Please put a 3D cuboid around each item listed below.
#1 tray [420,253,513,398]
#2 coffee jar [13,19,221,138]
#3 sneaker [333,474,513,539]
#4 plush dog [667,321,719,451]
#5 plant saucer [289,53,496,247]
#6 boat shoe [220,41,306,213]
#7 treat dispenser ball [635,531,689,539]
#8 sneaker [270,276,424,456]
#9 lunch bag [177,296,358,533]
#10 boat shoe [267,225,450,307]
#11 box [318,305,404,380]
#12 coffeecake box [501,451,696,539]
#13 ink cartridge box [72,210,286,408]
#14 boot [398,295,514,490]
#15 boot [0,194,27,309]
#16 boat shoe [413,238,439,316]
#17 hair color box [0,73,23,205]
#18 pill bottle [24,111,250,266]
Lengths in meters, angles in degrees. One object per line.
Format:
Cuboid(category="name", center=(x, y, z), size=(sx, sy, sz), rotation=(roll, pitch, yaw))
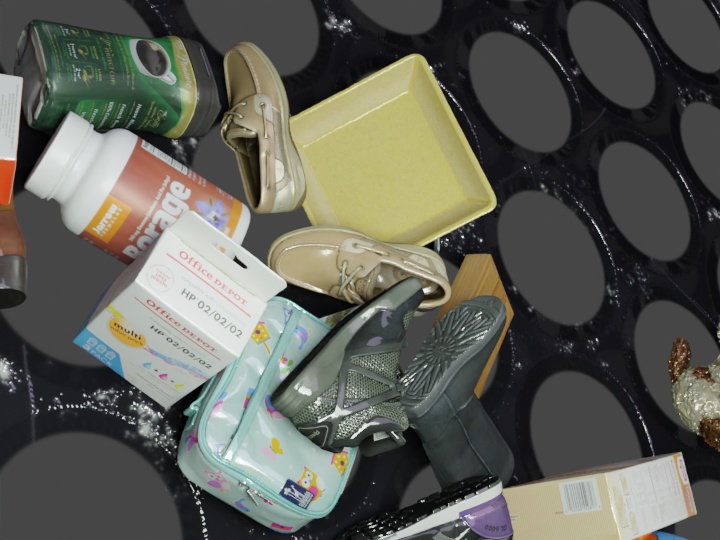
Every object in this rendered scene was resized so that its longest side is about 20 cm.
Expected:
Cuboid(category="tray", center=(0.119, 0.085, 1.255), size=(0.201, 0.037, 0.099), rotation=(-60, 137, -38))
Cuboid(category="coffee jar", center=(-0.244, -0.192, 1.123), size=(0.198, 0.085, 0.105), rotation=(-1, 58, -36))
Cuboid(category="sneaker", center=(0.063, 0.280, 1.091), size=(0.198, 0.076, 0.088), rotation=(-18, 93, -12))
Cuboid(category="plush dog", center=(0.494, 0.169, 1.472), size=(0.170, 0.162, 0.201), rotation=(-2, 40, -22))
Cuboid(category="plant saucer", center=(0.026, -0.113, 1.252), size=(0.199, 0.048, 0.201), rotation=(-27, 83, 2))
Cuboid(category="boat shoe", center=(-0.118, -0.160, 1.210), size=(0.064, 0.071, 0.202), rotation=(-10, 75, -39))
Cuboid(category="treat dispenser ball", center=(0.309, 0.380, 1.165), size=(0.199, 0.201, 0.203), rotation=(16, 59, -29))
Cuboid(category="sneaker", center=(0.014, 0.095, 1.025), size=(0.114, 0.076, 0.200), rotation=(48, 51, -7))
Cuboid(category="lunch bag", center=(-0.077, 0.134, 1.037), size=(0.160, 0.077, 0.201), rotation=(36, 51, -17))
Cuboid(category="boat shoe", center=(0.000, 0.000, 1.171), size=(0.198, 0.072, 0.065), rotation=(5, 25, -11))
Cuboid(category="box", center=(-0.042, 0.123, 1.146), size=(0.199, 0.038, 0.138), rotation=(-18, 79, -40))
Cuboid(category="coffeecake box", center=(0.248, 0.252, 1.182), size=(0.199, 0.153, 0.074), rotation=(3, 72, -52))
Cuboid(category="ink cartridge box", center=(-0.166, 0.040, 0.989), size=(0.115, 0.200, 0.068), rotation=(37, 51, -14))
Cuboid(category="boot", center=(0.125, 0.148, 1.166), size=(0.165, 0.065, 0.201), rotation=(-45, 127, -17))
Cuboid(category="boot", center=(-0.391, -0.067, 0.971), size=(0.186, 0.069, 0.202), rotation=(-2, 63, -25))
Cuboid(category="boat shoe", center=(0.076, -0.048, 1.300), size=(0.072, 0.063, 0.202), rotation=(14, 60, -30))
Cuboid(category="hair color box", center=(-0.401, -0.127, 0.953), size=(0.198, 0.064, 0.112), rotation=(8, 47, -21))
Cuboid(category="pill bottle", center=(-0.216, -0.064, 1.064), size=(0.199, 0.112, 0.113), rotation=(32, 53, -19))
